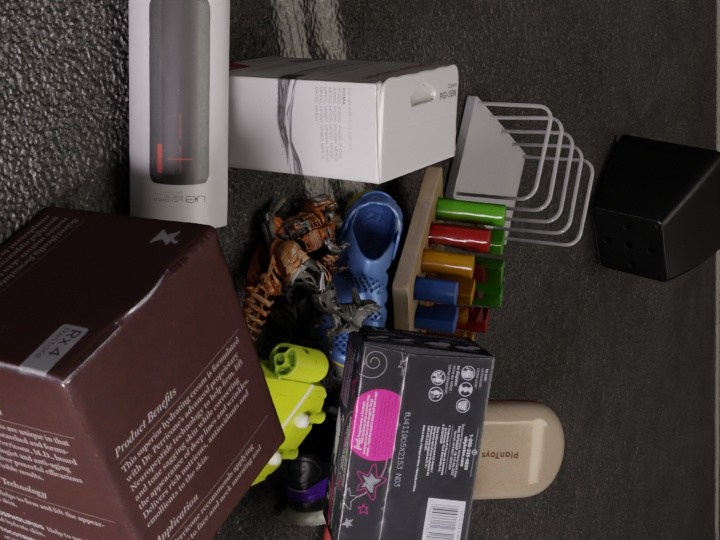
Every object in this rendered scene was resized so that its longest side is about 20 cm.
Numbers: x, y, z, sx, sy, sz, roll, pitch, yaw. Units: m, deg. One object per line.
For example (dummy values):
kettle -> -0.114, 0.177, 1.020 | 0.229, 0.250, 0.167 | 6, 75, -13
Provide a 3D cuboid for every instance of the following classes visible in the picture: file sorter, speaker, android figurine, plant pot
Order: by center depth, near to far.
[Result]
speaker -> -0.144, -0.133, 0.868 | 0.081, 0.081, 0.202 | -14, 109, -58
android figurine -> -0.098, 0.142, 0.992 | 0.183, 0.041, 0.200 | -53, 152, 6
file sorter -> 0.218, -0.126, 1.454 | 0.200, 0.124, 0.140 | 32, 68, -57
plant pot -> 0.516, -0.097, 1.927 | 0.177, 0.198, 0.201 | -44, 134, -32

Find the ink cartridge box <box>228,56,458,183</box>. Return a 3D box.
ink cartridge box -> -0.034, -0.134, 0.937 | 0.146, 0.199, 0.084 | -25, 119, -55

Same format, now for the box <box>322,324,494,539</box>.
box -> 0.044, 0.163, 1.057 | 0.115, 0.131, 0.202 | -137, -125, -79

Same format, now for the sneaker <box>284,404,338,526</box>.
sneaker -> -0.013, 0.186, 1.176 | 0.200, 0.069, 0.100 | -32, 121, -54

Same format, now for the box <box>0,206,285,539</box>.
box -> -0.180, 0.087, 0.769 | 0.166, 0.163, 0.201 | -50, 136, -42

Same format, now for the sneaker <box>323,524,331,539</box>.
sneaker -> 0.048, 0.288, 1.258 | 0.200, 0.115, 0.079 | -25, 118, -56

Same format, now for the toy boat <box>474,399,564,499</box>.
toy boat -> 0.168, 0.230, 1.455 | 0.198, 0.131, 0.132 | 2, 96, -17

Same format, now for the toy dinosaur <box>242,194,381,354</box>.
toy dinosaur -> -0.067, 0.010, 1.048 | 0.200, 0.102, 0.136 | -44, 113, -27

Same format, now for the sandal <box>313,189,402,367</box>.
sandal -> 0.000, 0.000, 1.128 | 0.087, 0.079, 0.202 | 123, -23, -73

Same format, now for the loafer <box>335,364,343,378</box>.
loafer -> 0.029, 0.121, 1.170 | 0.075, 0.069, 0.201 | 2, 64, -65

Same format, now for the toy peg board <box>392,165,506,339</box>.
toy peg board -> 0.107, 0.023, 1.242 | 0.201, 0.097, 0.200 | 84, 17, -45
